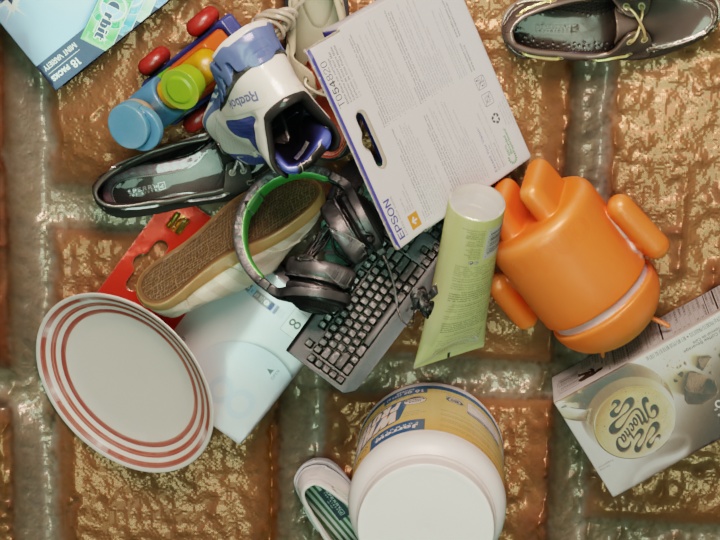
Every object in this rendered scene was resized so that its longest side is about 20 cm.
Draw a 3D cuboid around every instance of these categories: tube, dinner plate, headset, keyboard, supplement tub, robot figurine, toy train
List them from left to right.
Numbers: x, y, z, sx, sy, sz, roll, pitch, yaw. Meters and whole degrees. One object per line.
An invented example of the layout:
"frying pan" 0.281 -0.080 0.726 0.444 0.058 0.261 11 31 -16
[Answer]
"dinner plate" -0.223 0.105 1.802 0.200 0.024 0.200 14 125 21
"toy train" -0.136 -0.183 1.671 0.200 0.116 0.085 -33 100 34
"headset" -0.022 -0.015 1.663 0.200 0.094 0.124 32 86 9
"keyboard" 0.000 0.000 1.716 0.127 0.021 0.200 36 85 9
"supplement tub" 0.063 0.200 1.750 0.144 0.200 0.145 1 106 3
"tube" 0.091 0.010 1.698 0.058 0.052 0.200 13 134 7
"robot figurine" 0.196 -0.005 1.726 0.144 0.117 0.200 -43 107 -8

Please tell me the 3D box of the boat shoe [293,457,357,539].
"boat shoe" 0.003 0.274 1.844 0.074 0.067 0.200 -43 99 14

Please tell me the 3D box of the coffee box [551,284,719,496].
"coffee box" 0.295 0.110 1.774 0.200 0.080 0.113 -30 101 11

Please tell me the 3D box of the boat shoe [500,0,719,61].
"boat shoe" 0.227 -0.222 1.694 0.200 0.060 0.072 -2 105 4

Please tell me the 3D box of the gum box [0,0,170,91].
"gum box" -0.274 -0.295 1.712 0.170 0.045 0.200 -37 100 12

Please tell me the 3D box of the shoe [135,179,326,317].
"shoe" -0.116 -0.020 1.750 0.200 0.070 0.053 -32 141 3

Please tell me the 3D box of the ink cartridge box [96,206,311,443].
"ink cartridge box" -0.146 0.045 1.799 0.200 0.047 0.160 36 104 -8

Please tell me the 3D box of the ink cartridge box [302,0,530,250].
"ink cartridge box" 0.045 -0.144 1.671 0.041 0.200 0.200 -9 110 49

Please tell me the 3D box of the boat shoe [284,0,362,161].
"boat shoe" -0.035 -0.193 1.717 0.071 0.063 0.200 -2 107 2

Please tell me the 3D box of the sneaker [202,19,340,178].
"sneaker" -0.077 -0.121 1.633 0.081 0.199 0.115 -30 73 -12

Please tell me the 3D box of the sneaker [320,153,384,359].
"sneaker" -0.001 -0.007 1.772 0.074 0.088 0.200 6 82 6

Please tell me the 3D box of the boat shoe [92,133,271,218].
"boat shoe" -0.154 -0.091 1.750 0.200 0.057 0.067 -16 91 6
